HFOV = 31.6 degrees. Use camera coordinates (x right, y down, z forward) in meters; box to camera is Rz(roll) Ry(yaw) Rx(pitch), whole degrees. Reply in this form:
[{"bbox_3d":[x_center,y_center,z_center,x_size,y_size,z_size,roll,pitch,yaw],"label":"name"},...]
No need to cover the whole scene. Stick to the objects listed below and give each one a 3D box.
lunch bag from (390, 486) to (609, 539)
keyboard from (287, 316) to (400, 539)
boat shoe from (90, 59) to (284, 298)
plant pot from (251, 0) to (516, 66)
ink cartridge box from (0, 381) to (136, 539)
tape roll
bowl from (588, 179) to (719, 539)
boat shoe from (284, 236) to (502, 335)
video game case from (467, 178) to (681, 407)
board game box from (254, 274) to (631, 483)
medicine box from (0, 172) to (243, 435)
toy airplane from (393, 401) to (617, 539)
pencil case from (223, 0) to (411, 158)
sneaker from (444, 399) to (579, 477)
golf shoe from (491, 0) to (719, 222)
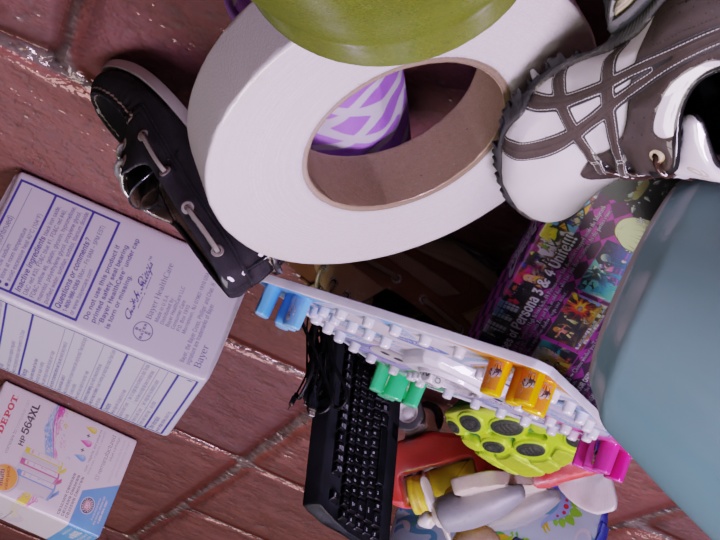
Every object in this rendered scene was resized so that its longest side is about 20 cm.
[{"bbox_3d":[0.125,0.281,1.209,0.198,0.171,0.128,6,152,28],"label":"lunch bag"},{"bbox_3d":[-0.002,0.091,0.907,0.104,0.201,0.040,32,133,-29],"label":"keyboard"},{"bbox_3d":[-0.112,-0.056,0.756,0.200,0.060,0.074,42,163,29],"label":"boat shoe"},{"bbox_3d":[-0.003,-0.169,0.430,0.199,0.202,0.193,13,166,13],"label":"plant pot"},{"bbox_3d":[-0.394,0.231,1.522,0.199,0.129,0.125,27,153,-17],"label":"ink cartridge box"},{"bbox_3d":[0.017,-0.076,0.614,0.201,0.037,0.203,-16,148,-10],"label":"tape roll"},{"bbox_3d":[0.181,0.027,0.613,0.104,0.201,0.201,26,158,21],"label":"bowl"},{"bbox_3d":[0.000,0.000,0.858,0.198,0.074,0.076,21,154,-2],"label":"boat shoe"},{"bbox_3d":[0.177,0.018,0.742,0.180,0.036,0.201,21,134,-4],"label":"video game case"},{"bbox_3d":[0.056,0.070,0.794,0.199,0.026,0.200,16,167,32],"label":"board game box"},{"bbox_3d":[-0.214,0.034,1.043,0.199,0.104,0.182,25,154,-9],"label":"medicine box"},{"bbox_3d":[0.115,0.185,1.058,0.198,0.143,0.199,13,170,-26],"label":"toy airplane"},{"bbox_3d":[-0.019,-0.091,0.681,0.084,0.086,0.201,35,160,25],"label":"pencil case"},{"bbox_3d":[0.146,0.088,0.905,0.199,0.084,0.074,-25,113,42],"label":"sneaker"},{"bbox_3d":[0.124,-0.064,0.571,0.077,0.095,0.200,-11,153,-25],"label":"golf shoe"}]
